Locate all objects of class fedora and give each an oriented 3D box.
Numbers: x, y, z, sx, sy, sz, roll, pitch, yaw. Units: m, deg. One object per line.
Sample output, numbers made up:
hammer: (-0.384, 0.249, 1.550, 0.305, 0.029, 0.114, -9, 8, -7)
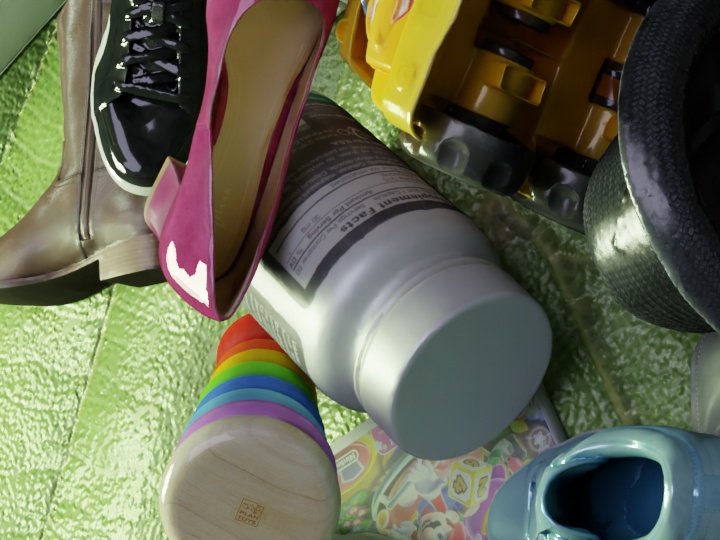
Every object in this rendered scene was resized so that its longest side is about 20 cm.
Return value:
fedora: (0.162, -0.033, 0.798, 0.091, 0.200, 0.202, -27, 64, 48)

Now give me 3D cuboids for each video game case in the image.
video game case: (0.059, 0.150, 0.932, 0.143, 0.018, 0.201, -35, 62, 25)

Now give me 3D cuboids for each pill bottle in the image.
pill bottle: (0.000, 0.000, 0.936, 0.113, 0.113, 0.200, -57, 47, 13)

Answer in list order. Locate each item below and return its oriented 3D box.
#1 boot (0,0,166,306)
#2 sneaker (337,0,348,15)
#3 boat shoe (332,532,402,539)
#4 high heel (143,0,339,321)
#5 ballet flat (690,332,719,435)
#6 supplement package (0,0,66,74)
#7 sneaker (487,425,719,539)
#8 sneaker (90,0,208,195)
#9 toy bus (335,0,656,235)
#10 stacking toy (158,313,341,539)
boot: (-0.181, -0.085, 1.133, 0.185, 0.064, 0.201, -8, 78, 22)
sneaker: (0.007, -0.196, 1.014, 0.199, 0.077, 0.092, -6, 73, 34)
boat shoe: (-0.040, 0.160, 0.956, 0.201, 0.072, 0.061, 2, 92, 55)
high heel: (-0.045, -0.077, 0.871, 0.201, 0.067, 0.096, -59, 36, 16)
ballet flat: (0.174, 0.118, 0.837, 0.064, 0.067, 0.201, -12, 71, 63)
supplement package: (-0.300, -0.182, 1.186, 0.200, 0.155, 0.111, -44, 58, 21)
sneaker: (0.101, 0.098, 0.818, 0.200, 0.082, 0.074, -24, 58, 56)
sneaker: (-0.116, -0.151, 1.038, 0.073, 0.112, 0.201, 7, 76, 4)
toy bus: (0.059, -0.115, 0.884, 0.192, 0.199, 0.136, 31, 99, 45)
stacking toy: (-0.049, 0.076, 0.946, 0.085, 0.085, 0.200, -51, 12, 17)
